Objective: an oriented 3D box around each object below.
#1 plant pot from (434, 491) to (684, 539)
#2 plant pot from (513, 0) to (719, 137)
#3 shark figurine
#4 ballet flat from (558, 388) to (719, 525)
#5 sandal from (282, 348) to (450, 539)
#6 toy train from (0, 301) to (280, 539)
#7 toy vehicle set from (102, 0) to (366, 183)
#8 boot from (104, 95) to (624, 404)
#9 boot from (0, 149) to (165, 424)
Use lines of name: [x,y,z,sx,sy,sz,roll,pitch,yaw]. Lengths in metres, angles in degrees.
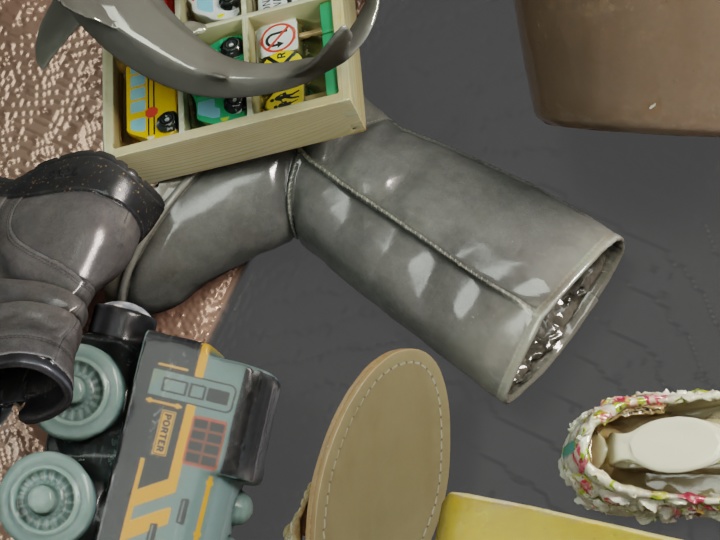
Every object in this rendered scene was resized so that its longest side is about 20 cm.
plant pot: [0.112,0.231,0.827,0.194,0.196,0.200,11,67,16]
plant pot: [0.142,-0.151,0.952,0.200,0.200,0.175,4,97,15]
shark figurine: [-0.099,-0.121,0.952,0.214,0.089,0.128,39,104,23]
ballet flat: [0.187,0.083,0.933,0.200,0.064,0.076,-7,75,12]
sandal: [-0.013,0.138,0.970,0.070,0.078,0.212,6,92,51]
toy train: [-0.109,0.117,0.979,0.114,0.085,0.200,12,81,7]
toy vehicle set: [-0.066,-0.139,1.031,0.124,0.027,0.200,-14,54,11]
boot: [-0.001,0.000,1.003,0.200,0.073,0.182,39,90,14]
boot: [-0.188,0.018,0.981,0.200,0.070,0.132,-16,41,47]
